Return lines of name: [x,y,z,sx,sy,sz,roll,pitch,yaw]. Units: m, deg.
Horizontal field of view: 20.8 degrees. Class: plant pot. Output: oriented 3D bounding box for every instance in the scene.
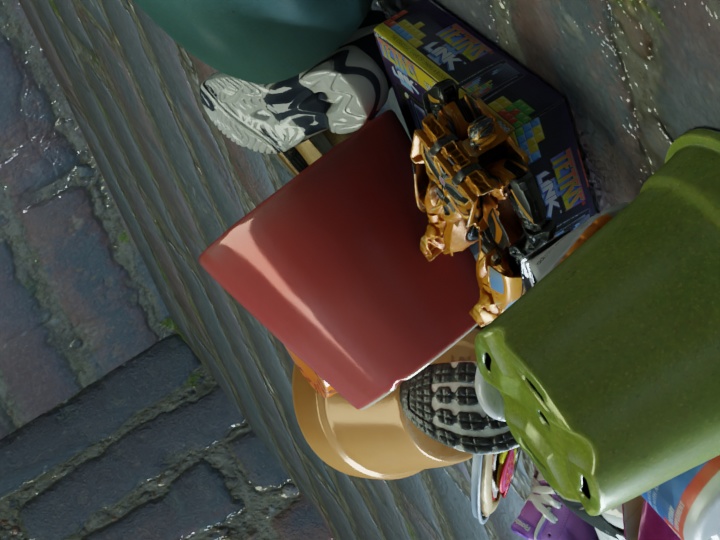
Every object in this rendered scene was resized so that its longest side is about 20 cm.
plant pot: [0.000,0.000,1.557,0.177,0.200,0.200,53,169,0]
plant pot: [0.052,0.114,1.930,0.140,0.200,0.200,6,129,56]
plant pot: [0.178,0.047,1.184,0.200,0.184,0.200,54,168,17]
plant pot: [-0.083,-0.245,1.528,0.161,0.201,0.201,52,173,-30]

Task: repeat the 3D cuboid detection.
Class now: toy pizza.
toy pizza: [0.129,0.126,1.735,0.200,0.032,0.201,7,-90,-80]

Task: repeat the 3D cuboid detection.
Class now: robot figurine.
robot figurine: [0.082,-0.045,1.388,0.145,0.058,0.200,52,167,26]

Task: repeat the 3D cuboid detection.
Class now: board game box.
board game box: [0.099,-0.094,1.478,0.200,0.057,0.165,46,161,48]

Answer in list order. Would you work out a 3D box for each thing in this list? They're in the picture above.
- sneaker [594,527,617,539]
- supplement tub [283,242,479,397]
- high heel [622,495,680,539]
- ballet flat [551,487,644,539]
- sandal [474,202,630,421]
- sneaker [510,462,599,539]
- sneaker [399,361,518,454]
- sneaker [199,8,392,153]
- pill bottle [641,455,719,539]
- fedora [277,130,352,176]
sneaker: [0.236,0.225,1.658,0.200,0.076,0.081,57,-177,5]
supplement tub: [0.028,0.019,1.708,0.123,0.200,0.123,54,168,17]
high heel: [0.204,0.127,1.510,0.200,0.096,0.067,60,169,-11]
ballet flat: [0.238,0.198,1.580,0.200,0.068,0.068,37,161,-14]
sandal: [0.126,0.022,1.299,0.059,0.207,0.079,3,124,47]
sneaker: [0.174,0.181,1.740,0.201,0.114,0.073,63,169,-19]
sneaker: [0.130,0.104,1.589,0.089,0.200,0.077,-106,18,-82]
sneaker: [-0.033,-0.167,1.620,0.199,0.130,0.080,-11,117,49]
pill bottle: [0.212,0.093,1.350,0.200,0.112,0.112,49,165,38]
fedora: [-0.045,-0.143,1.861,0.201,0.082,0.201,50,174,8]
